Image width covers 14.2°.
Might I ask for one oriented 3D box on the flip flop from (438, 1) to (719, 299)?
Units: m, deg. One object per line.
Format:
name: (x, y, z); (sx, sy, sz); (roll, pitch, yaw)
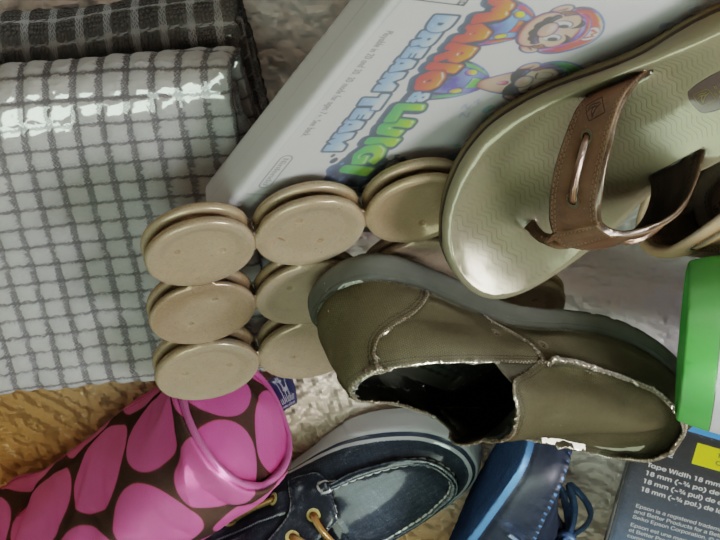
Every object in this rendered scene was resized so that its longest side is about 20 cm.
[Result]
flip flop: (0.115, -0.046, 1.218); (0.200, 0.058, 0.081); (-28, 123, 25)

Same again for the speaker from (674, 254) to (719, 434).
speaker: (0.243, 0.039, 1.292); (0.199, 0.089, 0.089); (5, 132, 4)

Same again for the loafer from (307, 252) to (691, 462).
loafer: (0.066, 0.056, 1.316); (0.200, 0.070, 0.075); (17, 138, -21)

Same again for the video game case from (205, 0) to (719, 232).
video game case: (0.054, -0.075, 1.253); (0.182, 0.024, 0.200); (4, 147, -30)

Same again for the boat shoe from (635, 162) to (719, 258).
boat shoe: (0.187, -0.067, 1.259); (0.064, 0.071, 0.200); (-8, 146, -33)

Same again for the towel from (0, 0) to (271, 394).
towel: (-0.118, -0.037, 1.351); (0.165, 0.086, 0.200); (-6, 136, 5)

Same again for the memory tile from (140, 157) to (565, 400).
memory tile: (0.000, 0.000, 1.314); (0.199, 0.017, 0.153); (-10, 148, -6)

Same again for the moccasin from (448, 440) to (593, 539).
moccasin: (0.083, 0.140, 1.488); (0.068, 0.081, 0.200); (22, 146, 0)

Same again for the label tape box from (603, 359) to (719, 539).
label tape box: (0.201, 0.113, 1.432); (0.144, 0.063, 0.200); (16, 133, 6)

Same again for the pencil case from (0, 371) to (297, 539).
pencil case: (-0.123, 0.112, 1.488); (0.200, 0.094, 0.091); (-35, 162, 34)

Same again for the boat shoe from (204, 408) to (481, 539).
boat shoe: (-0.026, 0.144, 1.492); (0.200, 0.091, 0.071); (-24, 124, 28)
